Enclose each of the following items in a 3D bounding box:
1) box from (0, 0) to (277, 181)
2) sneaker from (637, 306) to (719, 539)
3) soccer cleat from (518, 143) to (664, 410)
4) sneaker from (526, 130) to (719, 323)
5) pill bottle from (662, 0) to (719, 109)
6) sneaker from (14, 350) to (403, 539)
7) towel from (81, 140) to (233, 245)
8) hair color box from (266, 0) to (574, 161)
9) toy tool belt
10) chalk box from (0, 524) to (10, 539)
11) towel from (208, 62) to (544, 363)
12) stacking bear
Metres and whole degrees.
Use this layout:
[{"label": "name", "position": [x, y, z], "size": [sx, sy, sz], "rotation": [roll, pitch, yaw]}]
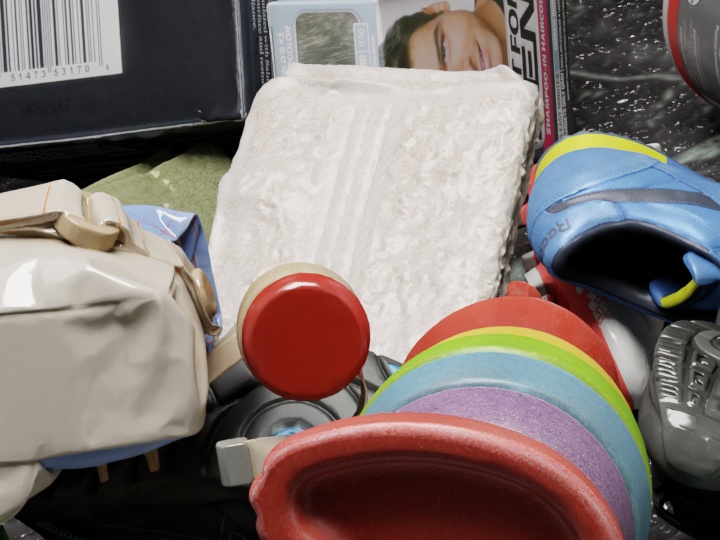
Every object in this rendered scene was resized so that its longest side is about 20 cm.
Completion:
[{"label": "box", "position": [-0.113, -0.113, 1.490], "size": [0.195, 0.118, 0.200], "rotation": [-5, -4, 20]}, {"label": "sneaker", "position": [0.140, 0.065, 1.114], "size": [0.076, 0.091, 0.200], "rotation": [27, 13, 15]}, {"label": "soccer cleat", "position": [0.115, -0.004, 1.316], "size": [0.085, 0.069, 0.200], "rotation": [-20, 23, 4]}, {"label": "sneaker", "position": [0.163, 0.002, 1.230], "size": [0.199, 0.066, 0.079], "rotation": [13, 35, -9]}, {"label": "pill bottle", "position": [0.233, -0.100, 1.373], "size": [0.115, 0.116, 0.200], "rotation": [-24, 29, -15]}, {"label": "sneaker", "position": [-0.048, 0.076, 1.183], "size": [0.199, 0.082, 0.074], "rotation": [1, 61, 12]}, {"label": "towel", "position": [-0.069, 0.020, 1.336], "size": [0.148, 0.037, 0.200], "rotation": [-29, 52, -34]}, {"label": "hair color box", "position": [0.033, -0.091, 1.413], "size": [0.060, 0.100, 0.200], "rotation": [1, 12, 29]}, {"label": "toy tool belt", "position": [-0.097, 0.022, 1.107], "size": [0.199, 0.126, 0.123], "rotation": [-10, 13, 0]}, {"label": "chalk box", "position": [-0.191, 0.142, 1.153], "size": [0.124, 0.125, 0.200], "rotation": [-22, 29, -13]}, {"label": "towel", "position": [0.000, 0.000, 1.255], "size": [0.132, 0.035, 0.201], "rotation": [2, 62, 18]}, {"label": "stacking bear", "position": [0.045, 0.068, 1.024], "size": [0.113, 0.122, 0.200], "rotation": [-14, 16, 13]}]
